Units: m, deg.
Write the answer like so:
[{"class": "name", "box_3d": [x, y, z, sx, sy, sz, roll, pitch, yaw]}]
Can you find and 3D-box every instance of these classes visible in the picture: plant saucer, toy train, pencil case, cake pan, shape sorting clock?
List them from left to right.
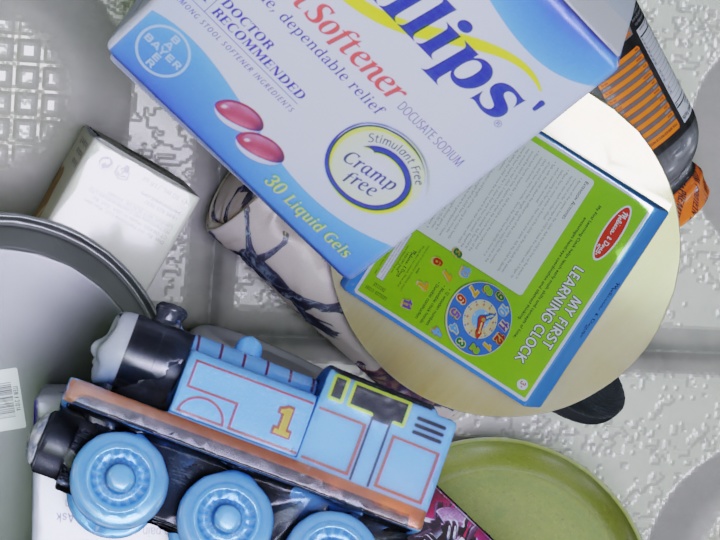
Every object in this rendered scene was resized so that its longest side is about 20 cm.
[{"class": "cake pan", "box_3d": [-0.199, 0.069, 1.200, 0.200, 0.037, 0.200, -1, 98, -10]}, {"class": "toy train", "box_3d": [-0.056, 0.090, 1.059, 0.200, 0.087, 0.114, 21, 76, -4]}, {"class": "pencil case", "box_3d": [0.000, 0.000, 1.315, 0.200, 0.078, 0.089, 42, 69, -15]}, {"class": "plant saucer", "box_3d": [0.083, 0.203, 1.354, 0.200, 0.031, 0.200, -1, 85, 14]}, {"class": "shape sorting clock", "box_3d": [0.082, -0.014, 1.254, 0.200, 0.039, 0.200, 1, 100, 9]}]

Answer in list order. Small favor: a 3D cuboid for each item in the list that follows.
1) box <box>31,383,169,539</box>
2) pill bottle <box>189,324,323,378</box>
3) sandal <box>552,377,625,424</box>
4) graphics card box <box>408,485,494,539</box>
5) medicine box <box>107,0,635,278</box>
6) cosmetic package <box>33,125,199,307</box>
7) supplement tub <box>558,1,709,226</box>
[{"class": "box", "box_3d": [-0.079, 0.162, 1.146, 0.184, 0.105, 0.200, 2, 89, -7]}, {"class": "pill bottle", "box_3d": [-0.086, 0.143, 1.300, 0.116, 0.116, 0.200, 22, 94, -15]}, {"class": "sandal", "box_3d": [0.093, 0.008, 1.302, 0.200, 0.075, 0.048, 51, 130, -4]}, {"class": "graphics card box", "box_3d": [0.024, 0.190, 1.265, 0.125, 0.051, 0.200, -47, 115, -5]}, {"class": "medicine box", "box_3d": [0.007, -0.130, 1.134, 0.182, 0.103, 0.200, 44, 120, -14]}, {"class": "cosmetic package", "box_3d": [-0.175, 0.021, 1.268, 0.071, 0.105, 0.200, 30, 91, -13]}, {"class": "supplement tub", "box_3d": [0.120, -0.110, 1.300, 0.122, 0.123, 0.200, -31, 104, -6]}]
